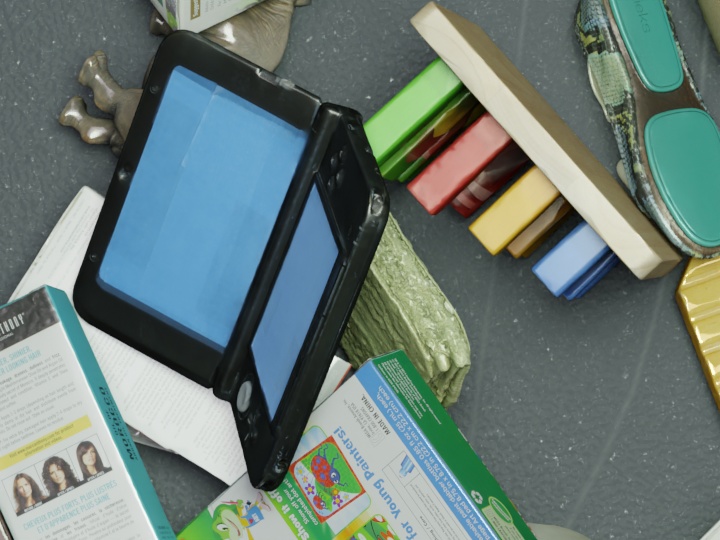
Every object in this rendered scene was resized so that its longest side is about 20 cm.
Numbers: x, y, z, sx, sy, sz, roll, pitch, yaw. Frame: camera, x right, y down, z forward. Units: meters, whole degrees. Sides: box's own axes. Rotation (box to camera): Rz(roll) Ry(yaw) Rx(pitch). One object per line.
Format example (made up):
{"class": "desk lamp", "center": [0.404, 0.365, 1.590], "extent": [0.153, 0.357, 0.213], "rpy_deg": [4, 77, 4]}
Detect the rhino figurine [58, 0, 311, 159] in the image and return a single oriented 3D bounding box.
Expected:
{"class": "rhino figurine", "center": [-0.095, -0.145, 1.758], "extent": [0.087, 0.060, 0.200], "rpy_deg": [38, 75, 11]}

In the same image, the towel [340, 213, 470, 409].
{"class": "towel", "center": [0.000, 0.000, 1.693], "extent": [0.036, 0.148, 0.200], "rpy_deg": [-31, 78, -20]}

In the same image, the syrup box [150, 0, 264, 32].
{"class": "syrup box", "center": [-0.049, -0.231, 1.729], "extent": [0.199, 0.082, 0.079], "rpy_deg": [-28, 62, -19]}

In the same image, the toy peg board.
{"class": "toy peg board", "center": [0.088, -0.049, 1.683], "extent": [0.098, 0.200, 0.199], "rpy_deg": [-42, 83, 9]}

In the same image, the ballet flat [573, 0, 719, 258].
{"class": "ballet flat", "center": [0.182, -0.093, 1.746], "extent": [0.074, 0.074, 0.201], "rpy_deg": [-13, 73, -2]}

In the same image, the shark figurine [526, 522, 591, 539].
{"class": "shark figurine", "center": [0.037, 0.161, 1.688], "extent": [0.214, 0.089, 0.129], "rpy_deg": [-25, 80, 31]}

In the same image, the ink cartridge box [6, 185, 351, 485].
{"class": "ink cartridge box", "center": [-0.115, 0.048, 1.720], "extent": [0.199, 0.050, 0.109], "rpy_deg": [33, 89, 3]}

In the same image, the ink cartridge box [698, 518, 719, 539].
{"class": "ink cartridge box", "center": [0.248, 0.253, 1.656], "extent": [0.200, 0.083, 0.145], "rpy_deg": [47, 56, 6]}

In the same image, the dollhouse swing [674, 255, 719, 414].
{"class": "dollhouse swing", "center": [0.319, 0.025, 1.684], "extent": [0.175, 0.182, 0.201], "rpy_deg": [-16, 81, -23]}

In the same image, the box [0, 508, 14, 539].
{"class": "box", "center": [-0.258, 0.128, 1.694], "extent": [0.075, 0.100, 0.201], "rpy_deg": [-26, 81, -3]}

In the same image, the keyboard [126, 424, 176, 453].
{"class": "keyboard", "center": [-0.075, 0.096, 1.744], "extent": [0.199, 0.011, 0.057], "rpy_deg": [16, 81, 3]}

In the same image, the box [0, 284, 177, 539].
{"class": "box", "center": [-0.177, 0.116, 1.661], "extent": [0.082, 0.049, 0.201], "rpy_deg": [-25, 82, 6]}

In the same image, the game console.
{"class": "game console", "center": [-0.079, -0.006, 1.601], "extent": [0.116, 0.176, 0.201], "rpy_deg": [13, 116, -18]}

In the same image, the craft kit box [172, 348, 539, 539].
{"class": "craft kit box", "center": [0.009, 0.183, 1.626], "extent": [0.197, 0.048, 0.200], "rpy_deg": [-41, 77, 27]}

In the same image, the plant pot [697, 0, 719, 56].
{"class": "plant pot", "center": [0.264, -0.229, 1.727], "extent": [0.186, 0.187, 0.201], "rpy_deg": [-3, 95, -1]}
